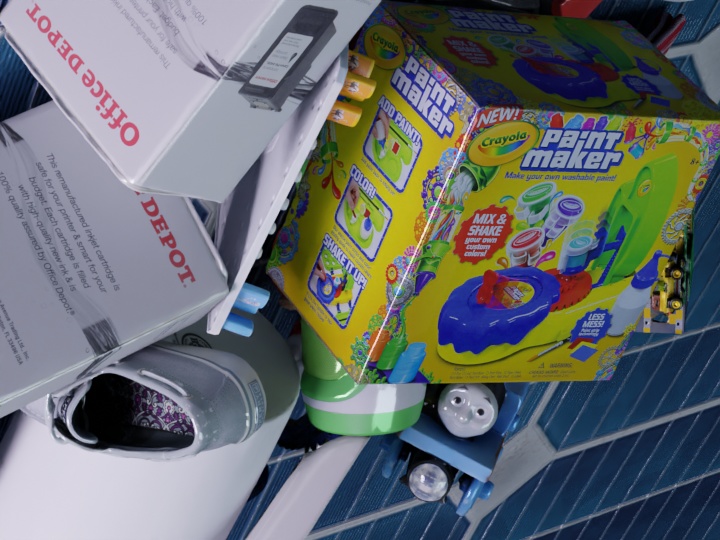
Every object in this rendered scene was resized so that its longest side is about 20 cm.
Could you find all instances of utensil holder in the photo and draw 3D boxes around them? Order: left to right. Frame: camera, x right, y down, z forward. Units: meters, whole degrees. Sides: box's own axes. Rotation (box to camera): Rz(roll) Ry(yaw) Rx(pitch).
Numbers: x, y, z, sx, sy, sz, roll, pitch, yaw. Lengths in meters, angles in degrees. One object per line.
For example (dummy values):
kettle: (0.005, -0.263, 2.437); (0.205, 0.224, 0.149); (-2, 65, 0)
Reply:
utensil holder: (-0.148, 0.120, 1.710); (0.169, 0.170, 0.201); (-6, 136, -46)

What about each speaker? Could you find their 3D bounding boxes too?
speaker: (0.000, 0.000, 1.681); (0.088, 0.088, 0.201); (-13, 107, -40)

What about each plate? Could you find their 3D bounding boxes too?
plate: (-0.069, 0.195, 1.747); (0.200, 0.032, 0.200); (-55, 180, -13)

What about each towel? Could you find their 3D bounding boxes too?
towel: (0.159, -0.089, 1.877); (0.200, 0.022, 0.145); (-59, 173, 32)

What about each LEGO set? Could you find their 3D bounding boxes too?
LEGO set: (0.171, -0.034, 1.808); (0.200, 0.115, 0.155); (-72, 162, -60)

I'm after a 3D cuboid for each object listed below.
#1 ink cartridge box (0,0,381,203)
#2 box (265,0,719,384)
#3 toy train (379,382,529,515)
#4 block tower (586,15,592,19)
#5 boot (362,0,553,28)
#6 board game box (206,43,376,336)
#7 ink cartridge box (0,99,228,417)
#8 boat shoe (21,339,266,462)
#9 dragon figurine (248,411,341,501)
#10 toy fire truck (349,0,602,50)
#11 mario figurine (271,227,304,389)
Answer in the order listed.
ink cartridge box: (-0.081, -0.158, 1.410); (0.200, 0.145, 0.083); (-50, 151, 19)
box: (0.080, -0.044, 1.557); (0.199, 0.122, 0.193); (0, 125, -37)
toy train: (0.075, 0.082, 1.799); (0.115, 0.086, 0.200); (-65, 178, 26)
block tower: (0.086, -0.102, 1.792); (0.200, 0.054, 0.058); (-43, 151, 7)
boot: (0.056, -0.145, 1.590); (0.131, 0.070, 0.201); (-19, 133, -29)
board game box: (-0.038, -0.091, 1.531); (0.026, 0.201, 0.201); (19, 126, -13)
ink cartridge box: (-0.196, -0.001, 1.478); (0.199, 0.147, 0.084); (-25, 174, -25)
boat shoe: (-0.150, 0.074, 1.550); (0.071, 0.200, 0.071); (-22, 110, -48)
dragon figurine: (-0.103, 0.132, 1.849); (0.200, 0.100, 0.059); (-35, 152, 1)
toy fire truck: (0.061, -0.163, 1.679); (0.200, 0.049, 0.141); (-40, 152, -2)
mario figurine: (0.000, 0.032, 1.814); (0.105, 0.124, 0.200); (-2, 160, 10)
